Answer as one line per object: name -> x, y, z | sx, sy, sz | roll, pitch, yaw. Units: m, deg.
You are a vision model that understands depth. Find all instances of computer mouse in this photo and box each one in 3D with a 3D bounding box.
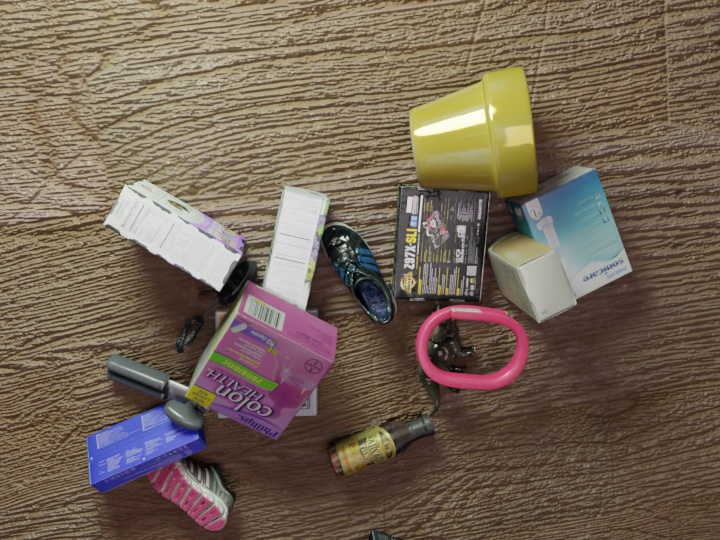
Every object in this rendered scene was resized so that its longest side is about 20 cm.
computer mouse -> -0.243, 0.065, 1.202 | 0.200, 0.059, 0.034 | -48, 126, -3

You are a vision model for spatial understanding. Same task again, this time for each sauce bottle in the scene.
sauce bottle -> 0.039, 0.316, 1.293 | 0.198, 0.066, 0.067 | -23, 104, -2

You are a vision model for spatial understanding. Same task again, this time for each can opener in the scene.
can opener -> -0.348, 0.203, 1.198 | 0.198, 0.067, 0.053 | 23, 132, 8

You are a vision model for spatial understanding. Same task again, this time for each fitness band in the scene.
fitness band -> 0.194, 0.135, 1.224 | 0.198, 0.037, 0.145 | 7, 105, -8

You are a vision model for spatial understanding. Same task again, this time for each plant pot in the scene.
plant pot -> 0.181, -0.213, 1.139 | 0.187, 0.201, 0.203 | -7, 103, 11

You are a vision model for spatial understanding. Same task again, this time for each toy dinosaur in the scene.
toy dinosaur -> 0.147, 0.161, 1.278 | 0.101, 0.077, 0.202 | 20, 104, 2

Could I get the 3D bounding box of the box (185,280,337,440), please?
box -> -0.163, 0.152, 1.162 | 0.175, 0.097, 0.201 | 29, 117, -14

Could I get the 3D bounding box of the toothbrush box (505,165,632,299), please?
toothbrush box -> 0.367, -0.062, 1.239 | 0.145, 0.085, 0.201 | -27, 103, -1

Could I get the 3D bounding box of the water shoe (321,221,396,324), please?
water shoe -> 0.000, 0.000, 1.196 | 0.071, 0.079, 0.201 | -36, 88, 2

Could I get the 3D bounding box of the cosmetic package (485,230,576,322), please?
cosmetic package -> 0.280, 0.005, 1.183 | 0.071, 0.200, 0.106 | -25, 104, -1

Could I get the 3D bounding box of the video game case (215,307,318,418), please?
video game case -> -0.167, 0.166, 1.258 | 0.180, 0.023, 0.202 | 0, 103, -7

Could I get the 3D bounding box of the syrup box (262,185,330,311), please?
syrup box -> -0.113, -0.035, 1.191 | 0.081, 0.079, 0.202 | 11, 101, -9

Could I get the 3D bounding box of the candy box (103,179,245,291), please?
candy box -> -0.288, -0.060, 1.119 | 0.199, 0.168, 0.072 | 31, 95, -11

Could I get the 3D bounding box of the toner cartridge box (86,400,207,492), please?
toner cartridge box -> -0.373, 0.299, 1.223 | 0.198, 0.095, 0.043 | -23, 141, -1

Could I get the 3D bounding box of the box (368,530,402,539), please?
box -> 0.087, 0.615, 1.340 | 0.198, 0.107, 0.150 | 23, 98, -10

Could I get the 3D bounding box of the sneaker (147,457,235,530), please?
sneaker -> -0.302, 0.377, 1.265 | 0.199, 0.087, 0.074 | 38, 106, 10

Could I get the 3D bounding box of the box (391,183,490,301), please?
box -> 0.139, -0.047, 1.234 | 0.158, 0.049, 0.202 | 2, 102, -4
